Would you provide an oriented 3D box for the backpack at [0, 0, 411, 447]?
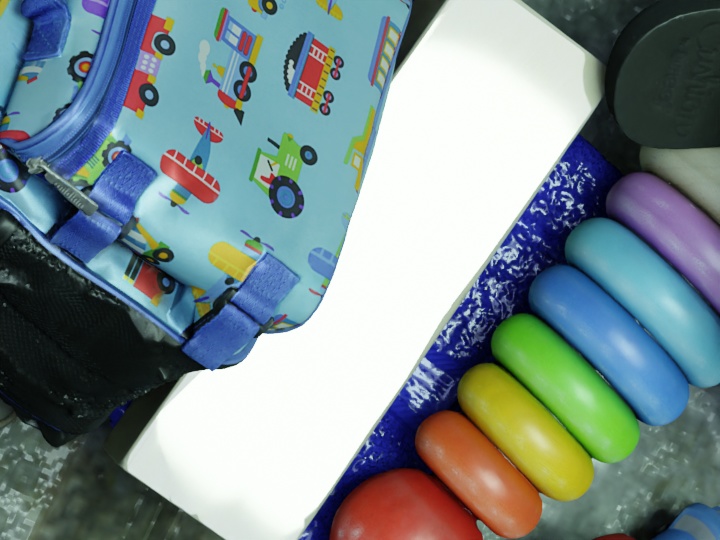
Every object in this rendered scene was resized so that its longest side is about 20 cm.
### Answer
[{"bbox_3d":[-0.104,-0.073,0.717,0.200,0.134,0.183,39,51,-25],"label":"backpack"}]

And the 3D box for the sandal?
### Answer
[{"bbox_3d":[0.179,-0.064,0.771,0.199,0.045,0.075,-8,129,-19],"label":"sandal"}]

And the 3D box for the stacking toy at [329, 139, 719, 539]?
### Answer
[{"bbox_3d":[0.069,0.045,0.805,0.200,0.085,0.085,-45,104,-3],"label":"stacking toy"}]

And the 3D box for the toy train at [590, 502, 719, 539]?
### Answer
[{"bbox_3d":[0.084,0.117,0.836,0.200,0.034,0.046,-9,131,-48],"label":"toy train"}]

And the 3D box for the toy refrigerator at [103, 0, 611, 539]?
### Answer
[{"bbox_3d":[0.000,0.000,0.784,0.070,0.076,0.200,35,84,-9],"label":"toy refrigerator"}]

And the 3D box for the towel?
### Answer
[{"bbox_3d":[0.003,0.008,0.843,0.148,0.050,0.200,40,84,-16],"label":"towel"}]

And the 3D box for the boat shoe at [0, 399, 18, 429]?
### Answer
[{"bbox_3d":[-0.168,-0.035,0.786,0.060,0.072,0.202,-20,88,-50],"label":"boat shoe"}]
